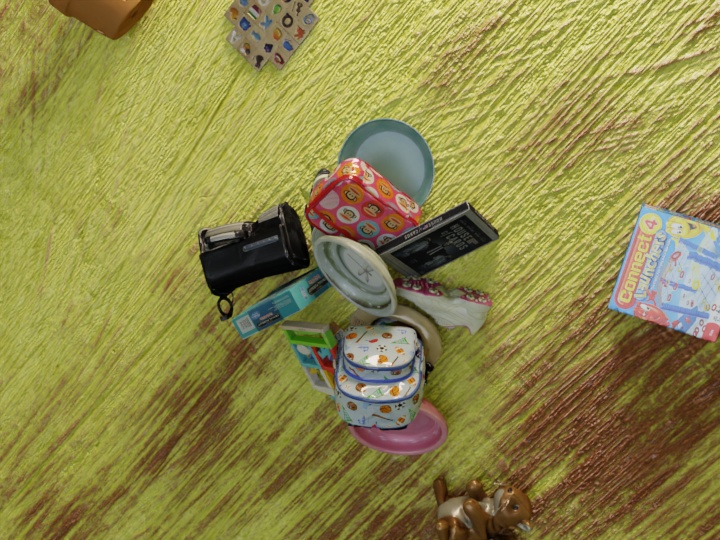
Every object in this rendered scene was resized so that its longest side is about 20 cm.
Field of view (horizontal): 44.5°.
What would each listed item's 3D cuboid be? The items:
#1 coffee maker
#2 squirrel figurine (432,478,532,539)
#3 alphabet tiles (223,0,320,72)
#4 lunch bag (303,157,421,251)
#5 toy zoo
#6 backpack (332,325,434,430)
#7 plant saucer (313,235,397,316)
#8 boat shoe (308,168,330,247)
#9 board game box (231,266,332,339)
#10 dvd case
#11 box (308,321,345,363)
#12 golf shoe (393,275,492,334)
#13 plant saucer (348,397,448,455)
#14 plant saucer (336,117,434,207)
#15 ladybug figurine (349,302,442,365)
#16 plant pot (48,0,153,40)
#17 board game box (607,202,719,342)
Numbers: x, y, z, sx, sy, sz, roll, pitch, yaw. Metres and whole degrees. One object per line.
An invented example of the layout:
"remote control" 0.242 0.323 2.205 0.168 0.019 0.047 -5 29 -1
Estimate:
"coffee maker" -0.209 -0.022 1.797 0.199 0.135 0.193 -15 101 20
"squirrel figurine" 0.257 0.508 1.754 0.186 0.142 0.201 -16 109 10
"alphabet tiles" -0.179 -0.507 1.759 0.166 0.006 0.200 44 110 6
"lunch bag" -0.002 -0.103 1.679 0.200 0.082 0.176 35 130 -21
"toy zoo" -0.075 0.190 1.789 0.131 0.020 0.201 1 126 45
"backpack" 0.036 0.198 1.620 0.199 0.191 0.155 -3 129 5
"plant saucer" 0.000 0.000 1.662 0.200 0.200 0.050 39 65 8
"boat shoe" -0.069 -0.113 1.762 0.074 0.066 0.200 -10 125 -3
"board game box" -0.141 0.055 1.738 0.151 0.200 0.047 -27 96 28
"dvd case" 0.147 -0.052 1.666 0.199 0.150 0.025 -27 59 21
"box" -0.009 0.205 1.787 0.200 0.041 0.119 43 145 8
"golf shoe" 0.152 0.070 1.712 0.199 0.075 0.092 15 115 5
"plant saucer" 0.076 0.300 1.756 0.199 0.051 0.201 5 141 4
"plant saucer" 0.052 -0.197 1.724 0.199 0.036 0.201 3 101 17
"ladybug figurine" 0.073 0.124 1.754 0.199 0.072 0.136 23 114 13
"plant pot" -0.506 -0.563 1.771 0.140 0.200 0.200 42 111 -11
"board game box" 0.570 0.003 1.578 0.195 0.056 0.201 18 105 14
